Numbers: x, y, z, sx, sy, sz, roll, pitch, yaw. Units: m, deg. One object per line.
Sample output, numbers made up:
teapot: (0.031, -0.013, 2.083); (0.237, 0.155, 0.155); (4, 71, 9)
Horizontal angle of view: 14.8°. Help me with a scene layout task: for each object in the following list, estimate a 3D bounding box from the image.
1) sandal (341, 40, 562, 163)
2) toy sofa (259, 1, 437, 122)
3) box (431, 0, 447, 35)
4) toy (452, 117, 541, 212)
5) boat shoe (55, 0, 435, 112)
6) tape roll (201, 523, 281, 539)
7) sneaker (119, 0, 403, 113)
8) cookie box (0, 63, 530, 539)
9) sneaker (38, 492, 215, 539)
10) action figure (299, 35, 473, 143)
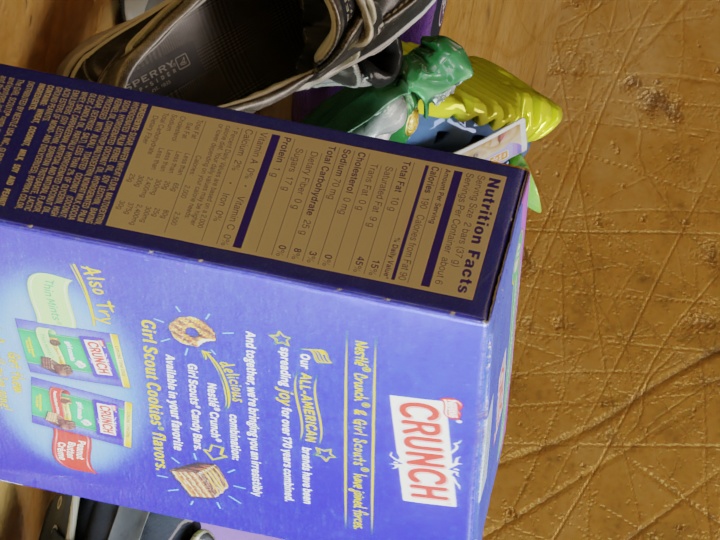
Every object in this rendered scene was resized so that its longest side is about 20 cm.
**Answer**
sandal: (0.042, -0.066, 1.429); (0.087, 0.079, 0.200); (-59, 158, 10)
toy sofa: (-0.013, -0.083, 1.473); (0.200, 0.097, 0.083); (93, 11, -51)
box: (0.013, -0.205, 1.565); (0.200, 0.079, 0.141); (79, 27, -72)
toy: (0.000, 0.000, 1.373); (0.047, 0.200, 0.115); (61, -7, 20)
boat shoe: (-0.024, -0.099, 1.080); (0.200, 0.071, 0.072); (-36, 110, -22)
tape roll: (-0.046, 0.108, 1.279); (0.200, 0.085, 0.200); (-53, 177, -4)
sneaker: (-0.039, -0.084, 1.203); (0.200, 0.115, 0.075); (86, 17, -63)
cookie box: (-0.046, 0.021, 0.988); (0.171, 0.200, 0.075); (92, 12, -54)
sneaker: (-0.116, 0.153, 1.089); (0.202, 0.077, 0.146); (124, -10, -84)
action figure: (-0.027, -0.032, 1.250); (0.200, 0.055, 0.118); (-45, -172, 8)
